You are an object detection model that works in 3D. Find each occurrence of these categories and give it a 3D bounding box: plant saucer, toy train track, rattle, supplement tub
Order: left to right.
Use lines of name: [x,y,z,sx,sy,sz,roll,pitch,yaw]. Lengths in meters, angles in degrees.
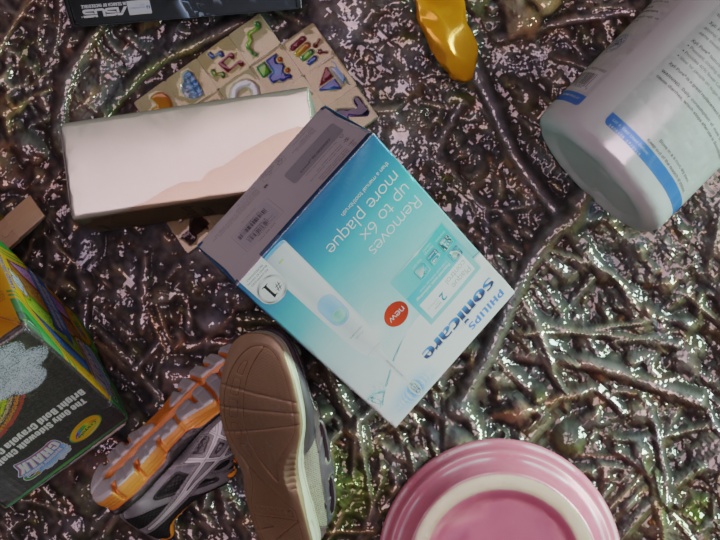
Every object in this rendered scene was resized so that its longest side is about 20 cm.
toy train track: [-0.330,-0.048,1.031,0.114,0.033,0.200,-39,79,5]
rattle: [0.108,-0.269,0.969,0.199,0.130,0.144,-33,71,22]
plant saucer: [0.112,0.237,0.978,0.198,0.051,0.203,0,85,2]
supplement tub: [0.252,-0.142,0.969,0.200,0.132,0.132,-44,85,-2]

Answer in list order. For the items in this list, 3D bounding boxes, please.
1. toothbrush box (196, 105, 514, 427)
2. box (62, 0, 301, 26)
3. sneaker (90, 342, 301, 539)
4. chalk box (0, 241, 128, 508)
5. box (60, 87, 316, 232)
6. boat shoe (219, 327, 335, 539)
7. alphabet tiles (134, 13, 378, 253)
toothbrush box: [0.000,0.000,0.936,0.147,0.085,0.200,-47,126,-4]
box: [-0.153,-0.281,0.986,0.198,0.161,0.044,-4,45,1]
sneaker: [-0.122,0.132,0.991,0.200,0.078,0.077,-41,114,-8]
chalk box: [-0.273,0.085,0.952,0.124,0.200,0.124,-34,52,-4]
box: [-0.130,-0.087,0.989,0.198,0.095,0.079,-9,85,3]
boat shoe: [-0.058,0.130,0.955,0.071,0.065,0.202,1,114,26]
alphabet tiles: [-0.093,-0.113,1.040,0.199,0.006,0.167,-35,85,-2]
